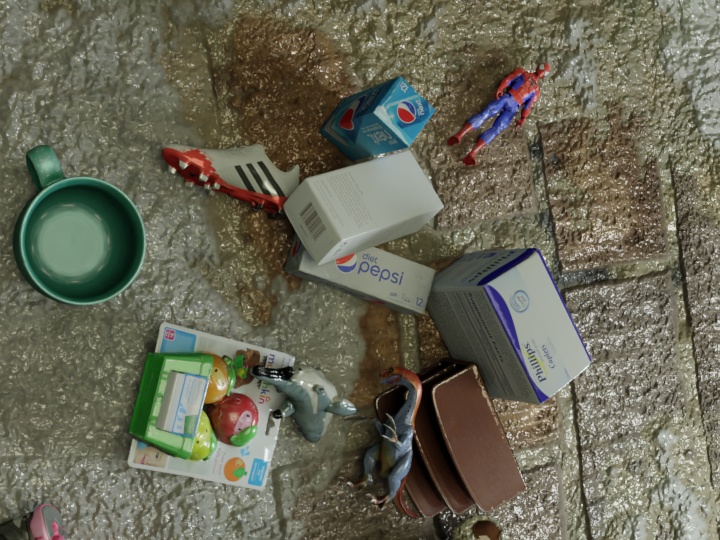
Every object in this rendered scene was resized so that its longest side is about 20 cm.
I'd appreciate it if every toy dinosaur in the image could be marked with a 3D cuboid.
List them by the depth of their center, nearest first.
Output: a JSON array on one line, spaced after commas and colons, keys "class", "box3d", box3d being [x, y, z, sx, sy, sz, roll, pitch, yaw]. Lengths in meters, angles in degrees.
[{"class": "toy dinosaur", "box3d": [0.043, 0.228, 1.564, 0.182, 0.105, 0.200, -58, 141, -1]}]

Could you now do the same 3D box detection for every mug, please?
[{"class": "mug", "box3d": [-0.347, -0.050, 1.390, 0.151, 0.114, 0.186, 9, 86, -22]}]

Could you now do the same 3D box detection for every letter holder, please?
[{"class": "letter holder", "box3d": [0.122, 0.247, 1.597, 0.142, 0.100, 0.201, -26, 100, -19]}]

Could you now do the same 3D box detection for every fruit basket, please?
[{"class": "fruit basket", "box3d": [-0.187, 0.180, 1.462, 0.199, 0.094, 0.186, 17, 82, -25]}]

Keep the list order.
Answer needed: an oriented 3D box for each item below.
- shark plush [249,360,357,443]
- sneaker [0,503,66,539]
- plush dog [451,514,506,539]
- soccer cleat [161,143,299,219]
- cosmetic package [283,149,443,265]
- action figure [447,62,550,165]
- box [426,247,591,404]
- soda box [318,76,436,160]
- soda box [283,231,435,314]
[{"class": "shark plush", "box3d": [-0.079, 0.172, 1.481, 0.083, 0.200, 0.091, -46, 65, 1]}, {"class": "sneaker", "box3d": [-0.400, 0.393, 1.397, 0.095, 0.079, 0.201, -14, 95, 0]}, {"class": "plush dog", "box3d": [0.142, 0.459, 1.600, 0.171, 0.160, 0.201, -21, 82, -4]}, {"class": "soccer cleat", "box3d": [-0.168, -0.137, 1.497, 0.199, 0.069, 0.086, 22, 72, -25]}, {"class": "cosmetic package", "box3d": [0.006, -0.087, 1.519, 0.199, 0.074, 0.102, -18, 73, -41]}, {"class": "action figure", "box3d": [0.215, -0.240, 1.669, 0.065, 0.052, 0.200, 47, 71, -12]}, {"class": "box", "box3d": [0.197, 0.075, 1.574, 0.105, 0.200, 0.185, -31, 101, -21]}, {"class": "soda box", "box3d": [0.019, -0.198, 1.500, 0.068, 0.200, 0.064, 41, 75, -17]}, {"class": "soda box", "box3d": [0.000, 0.000, 1.564, 0.199, 0.063, 0.069, 19, 80, -22]}]
